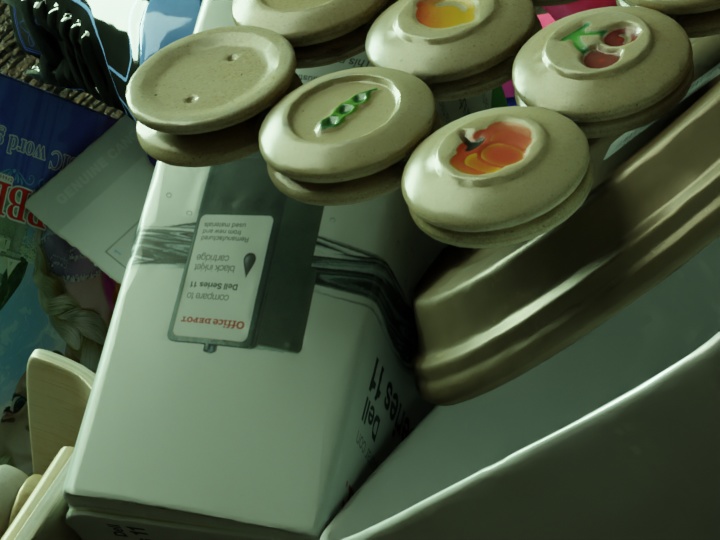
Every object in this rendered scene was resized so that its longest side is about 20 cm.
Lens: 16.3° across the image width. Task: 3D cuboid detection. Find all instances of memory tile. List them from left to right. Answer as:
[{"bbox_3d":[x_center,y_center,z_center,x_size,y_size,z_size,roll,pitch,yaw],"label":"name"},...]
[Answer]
[{"bbox_3d":[0.041,-0.082,0.716,0.153,0.017,0.200,17,48,37],"label":"memory tile"}]

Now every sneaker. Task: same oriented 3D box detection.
[{"bbox_3d":[-0.088,-0.085,0.905,0.077,0.071,0.200,-15,23,-1],"label":"sneaker"}]

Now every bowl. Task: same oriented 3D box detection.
[{"bbox_3d":[0.103,0.023,0.674,0.200,0.075,0.200,-45,6,-37],"label":"bowl"}]

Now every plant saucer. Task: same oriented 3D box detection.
[{"bbox_3d":[0.088,-0.035,0.727,0.200,0.030,0.200,-39,6,5],"label":"plant saucer"}]

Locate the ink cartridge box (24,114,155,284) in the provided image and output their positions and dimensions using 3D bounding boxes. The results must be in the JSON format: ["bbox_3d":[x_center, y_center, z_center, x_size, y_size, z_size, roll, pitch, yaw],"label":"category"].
[{"bbox_3d":[0.000,0.000,0.936,0.163,0.199,0.057,-44,-21,-31],"label":"ink cartridge box"}]

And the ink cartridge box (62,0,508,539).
[{"bbox_3d":[-0.015,0.014,0.802,0.147,0.082,0.201,65,-144,-62],"label":"ink cartridge box"}]

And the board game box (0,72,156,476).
[{"bbox_3d":[-0.118,0.040,0.958,0.041,0.201,0.199,9,-6,37],"label":"board game box"}]

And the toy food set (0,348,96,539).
[{"bbox_3d":[-0.124,0.136,0.745,0.200,0.060,0.145,-59,-25,-53],"label":"toy food set"}]

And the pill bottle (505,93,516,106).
[{"bbox_3d":[0.068,-0.017,1.052,0.200,0.112,0.112,-44,6,-20],"label":"pill bottle"}]

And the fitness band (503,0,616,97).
[{"bbox_3d":[0.018,-0.115,0.986,0.199,0.143,0.038,2,63,58],"label":"fitness band"}]
